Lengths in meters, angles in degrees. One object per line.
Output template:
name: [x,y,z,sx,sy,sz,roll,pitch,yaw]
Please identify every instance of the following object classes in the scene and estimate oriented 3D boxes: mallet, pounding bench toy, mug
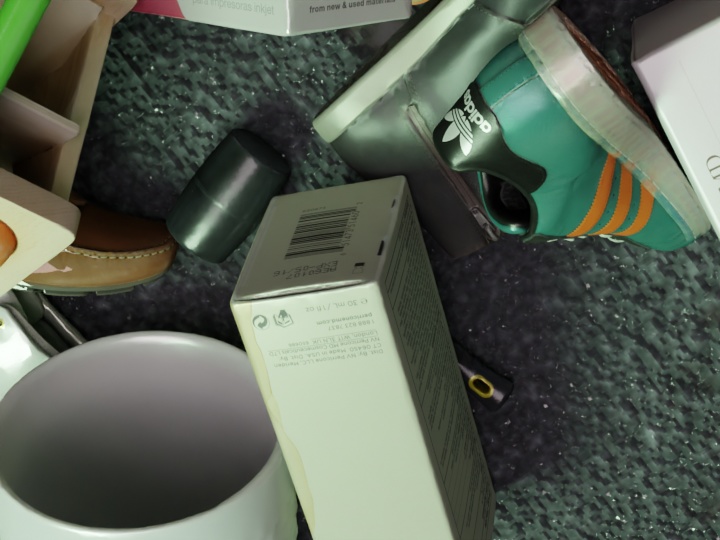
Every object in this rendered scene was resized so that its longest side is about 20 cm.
mallet: [0.000,0.000,0.829,0.200,0.041,0.066,29,107,-4]
pounding bench toy: [-0.169,-0.080,0.674,0.124,0.156,0.200,27,143,-29]
mug: [-0.130,0.143,0.827,0.199,0.148,0.176,3,126,6]

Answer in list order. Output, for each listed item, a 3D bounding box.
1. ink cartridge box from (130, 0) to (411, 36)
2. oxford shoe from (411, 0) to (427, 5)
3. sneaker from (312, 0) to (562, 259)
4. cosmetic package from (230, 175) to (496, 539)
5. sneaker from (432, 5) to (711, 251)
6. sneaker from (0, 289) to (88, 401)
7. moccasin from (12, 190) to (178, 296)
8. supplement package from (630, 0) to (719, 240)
ink cartridge box: [-0.052,-0.214,0.715,0.145,0.084,0.201,16,112,42]
oxford shoe: [0.031,-0.220,0.726,0.071,0.073,0.201,12,101,11]
sneaker: [0.081,-0.100,0.770,0.106,0.075,0.200,45,117,-10]
cosmetic package: [0.007,0.067,0.784,0.073,0.104,0.200,-8,118,15]
sneaker: [0.095,-0.047,0.726,0.080,0.200,0.071,-35,59,14]
sneaker: [-0.231,0.032,0.861,0.200,0.074,0.116,33,107,-11]
moccasin: [-0.189,-0.042,0.826,0.201,0.074,0.078,20,110,2]
supplement package: [0.234,-0.095,0.713,0.200,0.120,0.121,-27,101,16]
